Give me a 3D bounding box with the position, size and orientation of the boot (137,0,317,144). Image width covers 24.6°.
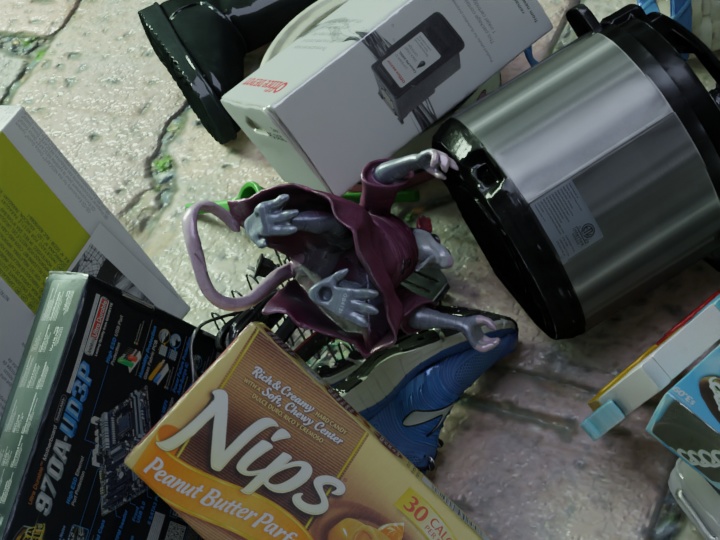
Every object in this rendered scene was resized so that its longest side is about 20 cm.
[{"bbox_3d":[-0.091,-0.207,1.421,0.162,0.074,0.198,-27,45,-7],"label":"boot"}]

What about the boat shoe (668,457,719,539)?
[{"bbox_3d":[0.251,0.172,0.938,0.073,0.065,0.200,-5,47,-36],"label":"boat shoe"}]

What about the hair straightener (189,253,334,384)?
[{"bbox_3d":[-0.053,0.029,1.098,0.077,0.041,0.200,42,59,8],"label":"hair straightener"}]

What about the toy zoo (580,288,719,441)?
[{"bbox_3d":[0.213,0.037,1.037,0.200,0.131,0.020,-38,83,-13],"label":"toy zoo"}]

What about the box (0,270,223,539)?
[{"bbox_3d":[-0.155,0.121,1.044,0.046,0.159,0.201,1,69,44],"label":"box"}]

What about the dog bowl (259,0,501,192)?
[{"bbox_3d":[0.022,-0.146,1.313,0.199,0.074,0.201,-12,46,13],"label":"dog bowl"}]

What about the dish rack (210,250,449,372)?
[{"bbox_3d":[-0.039,0.039,1.185,0.153,0.055,0.200,24,62,36],"label":"dish rack"}]

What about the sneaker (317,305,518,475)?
[{"bbox_3d":[0.028,0.088,1.105,0.200,0.089,0.078,-28,22,-28],"label":"sneaker"}]

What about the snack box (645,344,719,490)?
[{"bbox_3d":[0.272,0.114,0.924,0.200,0.037,0.116,39,46,19],"label":"snack box"}]

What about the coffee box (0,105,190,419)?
[{"bbox_3d":[-0.288,0.023,1.168,0.199,0.200,0.198,4,49,49],"label":"coffee box"}]

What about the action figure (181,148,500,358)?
[{"bbox_3d":[0.000,0.000,1.044,0.148,0.135,0.200,-10,3,20],"label":"action figure"}]

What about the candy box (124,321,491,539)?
[{"bbox_3d":[-0.030,0.140,0.996,0.200,0.055,0.115,43,91,5],"label":"candy box"}]

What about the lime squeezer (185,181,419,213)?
[{"bbox_3d":[-0.060,-0.055,1.272,0.199,0.038,0.071,-3,19,21],"label":"lime squeezer"}]

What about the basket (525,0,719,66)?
[{"bbox_3d":[0.218,-0.239,1.244,0.199,0.177,0.139,-9,32,-5],"label":"basket"}]

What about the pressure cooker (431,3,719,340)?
[{"bbox_3d":[0.171,-0.068,1.109,0.200,0.176,0.179,-33,48,-3],"label":"pressure cooker"}]

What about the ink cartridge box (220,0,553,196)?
[{"bbox_3d":[0.014,-0.145,1.166,0.200,0.084,0.145,-39,17,-9],"label":"ink cartridge box"}]
